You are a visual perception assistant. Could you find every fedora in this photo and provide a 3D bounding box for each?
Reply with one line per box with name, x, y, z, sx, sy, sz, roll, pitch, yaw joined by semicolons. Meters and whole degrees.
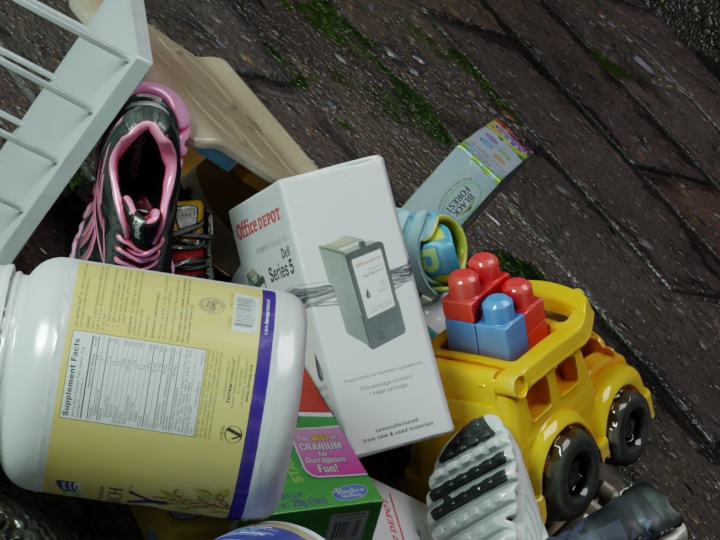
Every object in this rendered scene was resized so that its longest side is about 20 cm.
fedora;-0.081;-0.053;1.782;0.201;0.082;0.201;35;22;-16

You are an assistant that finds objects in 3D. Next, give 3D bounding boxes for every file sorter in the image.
file sorter;-0.255;-0.129;1.546;0.124;0.200;0.139;28;24;-25

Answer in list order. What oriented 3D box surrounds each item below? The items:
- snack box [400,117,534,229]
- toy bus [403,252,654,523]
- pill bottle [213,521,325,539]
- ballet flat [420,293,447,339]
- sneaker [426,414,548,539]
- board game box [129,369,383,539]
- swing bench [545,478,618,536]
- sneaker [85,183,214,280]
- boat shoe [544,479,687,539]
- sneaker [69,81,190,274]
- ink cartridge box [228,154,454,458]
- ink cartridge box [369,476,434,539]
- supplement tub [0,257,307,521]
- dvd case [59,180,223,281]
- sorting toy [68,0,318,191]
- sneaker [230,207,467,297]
snack box;0.054;-0.034;1.880;0.053;0.200;0.142;42;21;2
toy bus;0.121;0.071;1.638;0.136;0.192;0.200;8;27;36
pill bottle;-0.086;0.219;1.257;0.116;0.116;0.200;45;22;13
ballet flat;0.060;0.029;1.773;0.069;0.069;0.200;38;9;-7
sneaker;0.099;0.193;1.499;0.081;0.075;0.200;34;38;-44
board game box;-0.094;0.110;1.467;0.153;0.040;0.200;-4;39;-27
swing bench;0.229;0.240;1.746;0.199;0.130;0.200;39;26;-5
sneaker;-0.145;-0.009;1.627;0.078;0.082;0.200;-2;54;-39
boat shoe;0.150;0.224;1.426;0.093;0.200;0.075;-23;46;-24
sneaker;-0.159;-0.027;1.527;0.079;0.200;0.095;3;16;-11
ink cartridge box;-0.017;0.032;1.564;0.084;0.145;0.200;-14;87;-20
ink cartridge box;0.035;0.220;1.527;0.200;0.067;0.117;29;26;-29
supplement tub;-0.141;0.071;1.341;0.200;0.145;0.145;9;27;-6
dvd case;-0.132;-0.004;1.750;0.200;0.025;0.150;42;21;4
sorting toy;-0.124;-0.126;1.682;0.185;0.036;0.200;50;14;28
sneaker;0.000;0.000;1.683;0.200;0.131;0.080;-32;113;-38
